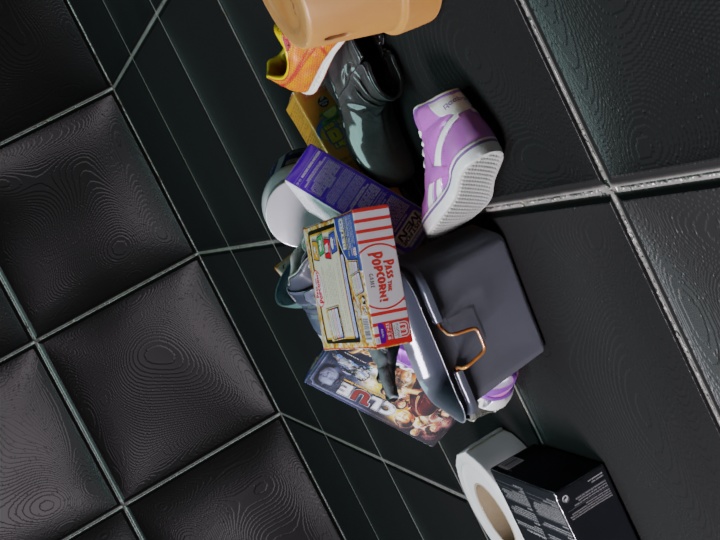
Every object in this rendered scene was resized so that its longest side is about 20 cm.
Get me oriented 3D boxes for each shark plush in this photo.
[{"bbox_3d":[0.012,0.062,1.557,0.084,0.090,0.202,75,-163,-62],"label":"shark plush"}]

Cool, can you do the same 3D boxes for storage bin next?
[{"bbox_3d":[0.122,0.050,1.484,0.201,0.134,0.145,66,165,-20],"label":"storage bin"}]

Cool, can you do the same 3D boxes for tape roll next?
[{"bbox_3d":[0.215,0.324,1.807,0.203,0.070,0.203,56,166,22],"label":"tape roll"}]

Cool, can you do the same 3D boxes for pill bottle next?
[{"bbox_3d":[-0.081,-0.102,1.829,0.200,0.115,0.117,-86,-29,-75],"label":"pill bottle"}]

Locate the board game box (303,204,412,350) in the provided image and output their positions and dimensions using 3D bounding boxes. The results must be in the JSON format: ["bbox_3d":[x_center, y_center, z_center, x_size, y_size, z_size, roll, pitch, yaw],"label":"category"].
[{"bbox_3d":[-0.008,0.013,1.477,0.200,0.046,0.153,170,90,-71],"label":"board game box"}]

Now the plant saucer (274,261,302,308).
[{"bbox_3d":[-0.037,-0.015,1.828,0.036,0.200,0.200,45,172,-21],"label":"plant saucer"}]

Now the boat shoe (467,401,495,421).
[{"bbox_3d":[0.134,0.169,1.806,0.071,0.063,0.200,62,166,-7],"label":"boat shoe"}]

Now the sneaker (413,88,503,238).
[{"bbox_3d":[0.094,-0.122,1.407,0.115,0.072,0.201,60,156,20],"label":"sneaker"}]

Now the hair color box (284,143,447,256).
[{"bbox_3d":[0.012,-0.070,1.611,0.199,0.065,0.109,33,173,23],"label":"hair color box"}]

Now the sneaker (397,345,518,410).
[{"bbox_3d":[0.116,0.098,1.615,0.199,0.081,0.089,27,152,-6],"label":"sneaker"}]

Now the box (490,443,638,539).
[{"bbox_3d":[0.256,0.304,1.608,0.142,0.078,0.200,66,165,-7],"label":"box"}]

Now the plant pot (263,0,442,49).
[{"bbox_3d":[-0.027,-0.316,1.308,0.201,0.139,0.201,56,165,24],"label":"plant pot"}]

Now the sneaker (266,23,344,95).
[{"bbox_3d":[-0.055,-0.281,1.482,0.073,0.076,0.201,-93,26,-45],"label":"sneaker"}]

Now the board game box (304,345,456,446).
[{"bbox_3d":[0.042,0.143,1.697,0.199,0.035,0.136,27,134,-8],"label":"board game box"}]

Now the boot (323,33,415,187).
[{"bbox_3d":[0.019,-0.194,1.533,0.201,0.069,0.131,59,161,-7],"label":"boot"}]

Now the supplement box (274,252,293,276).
[{"bbox_3d":[-0.033,0.005,1.939,0.074,0.126,0.200,54,170,-26],"label":"supplement box"}]

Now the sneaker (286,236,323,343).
[{"bbox_3d":[-0.001,0.001,1.672,0.147,0.201,0.077,55,-162,-25],"label":"sneaker"}]

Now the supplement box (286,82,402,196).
[{"bbox_3d":[-0.022,-0.159,1.735,0.201,0.066,0.069,59,166,9],"label":"supplement box"}]
